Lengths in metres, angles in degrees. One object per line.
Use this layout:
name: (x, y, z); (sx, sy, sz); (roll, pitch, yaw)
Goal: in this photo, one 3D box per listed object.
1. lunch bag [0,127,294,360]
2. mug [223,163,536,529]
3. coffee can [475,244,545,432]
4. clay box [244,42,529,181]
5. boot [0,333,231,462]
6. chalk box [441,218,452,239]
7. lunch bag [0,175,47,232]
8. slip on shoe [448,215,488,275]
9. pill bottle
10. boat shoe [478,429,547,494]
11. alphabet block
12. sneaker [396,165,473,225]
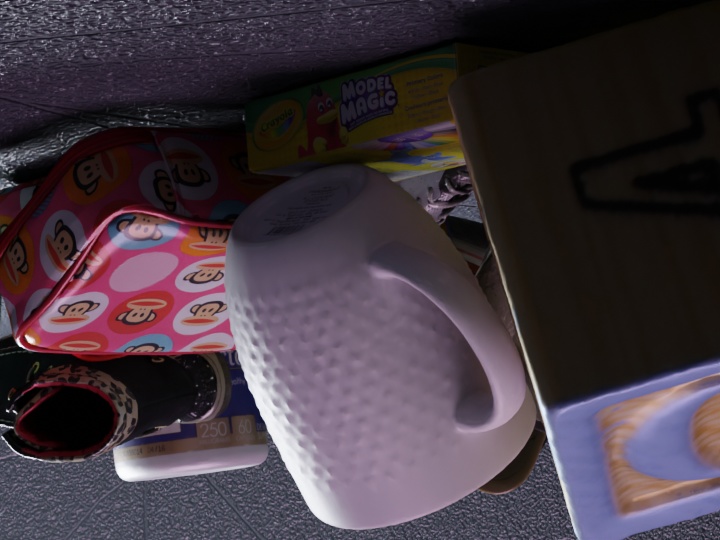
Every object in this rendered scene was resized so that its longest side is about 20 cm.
lunch bag: (-0.119, -0.006, 1.573); (0.200, 0.082, 0.176); (3, 141, -41)
mug: (0.016, 0.037, 1.456); (0.148, 0.176, 0.200); (-38, -155, -28)
coffee can: (0.151, -0.001, 1.623); (0.146, 0.147, 0.200); (-8, -160, 15)
clay box: (0.042, -0.090, 1.469); (0.115, 0.048, 0.200); (3, 169, -45)
boot: (-0.205, 0.081, 1.695); (0.203, 0.074, 0.154); (-1, -173, 23)
chalk box: (0.000, 0.000, 1.781); (0.125, 0.200, 0.124); (-8, 142, -4)
lunch bag: (-0.148, -0.027, 1.754); (0.176, 0.082, 0.200); (-12, 171, 11)
slip on shoe: (0.055, -0.009, 1.957); (0.200, 0.061, 0.074); (12, -168, 36)
pill bottle: (-0.136, 0.052, 1.923); (0.115, 0.200, 0.116); (-8, 175, -1)
boat shoe: (0.121, 0.059, 1.773); (0.072, 0.201, 0.066); (24, 175, 2)
alphabet block: (0.172, -0.001, 1.353); (0.196, 0.200, 0.195); (-16, 151, 1)
sneaker: (0.053, -0.039, 1.644); (0.075, 0.116, 0.200); (-1, 172, -44)
